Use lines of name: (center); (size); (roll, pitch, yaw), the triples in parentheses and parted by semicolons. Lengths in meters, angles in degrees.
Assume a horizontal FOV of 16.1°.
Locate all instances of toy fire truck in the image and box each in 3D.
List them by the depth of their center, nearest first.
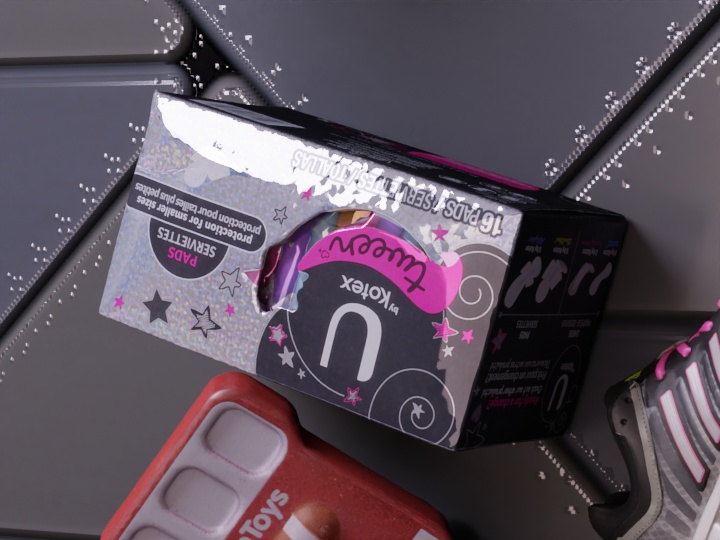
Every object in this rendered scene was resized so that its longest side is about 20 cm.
toy fire truck: (-0.053, 0.161, 1.195); (0.167, 0.112, 0.200); (33, 109, -13)

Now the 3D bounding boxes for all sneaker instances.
sneaker: (0.154, 0.051, 1.142); (0.087, 0.074, 0.201); (19, 105, 20)

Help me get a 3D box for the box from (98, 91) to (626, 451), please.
box: (0.000, 0.000, 1.190); (0.199, 0.132, 0.116); (18, 98, 26)
